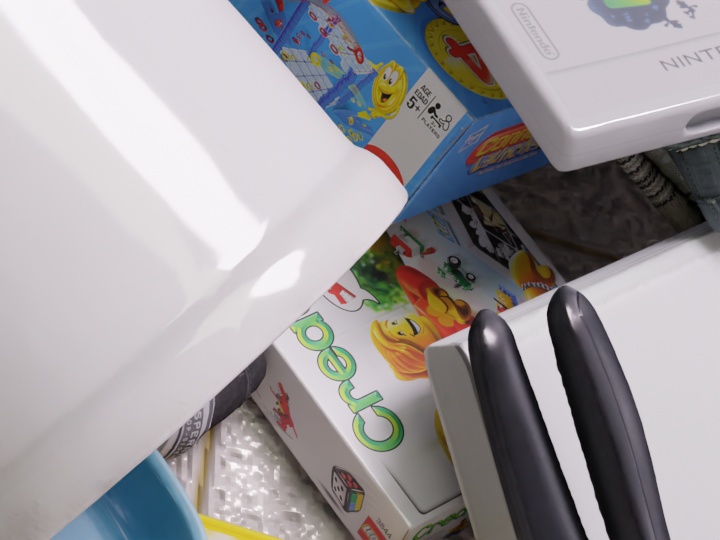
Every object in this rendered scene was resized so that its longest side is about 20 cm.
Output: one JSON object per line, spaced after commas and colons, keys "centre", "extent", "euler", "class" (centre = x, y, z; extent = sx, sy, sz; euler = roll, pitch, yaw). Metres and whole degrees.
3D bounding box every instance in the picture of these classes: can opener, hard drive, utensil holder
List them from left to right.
{"centre": [-0.114, -0.040, 0.634], "extent": [0.200, 0.170, 0.170], "euler": [49, 49, -6], "class": "utensil holder"}
{"centre": [0.081, 0.100, 0.762], "extent": [0.079, 0.063, 0.201], "euler": [-96, 160, -74], "class": "can opener"}
{"centre": [0.119, 0.056, 0.840], "extent": [0.199, 0.026, 0.133], "euler": [-22, 100, -36], "class": "hard drive"}

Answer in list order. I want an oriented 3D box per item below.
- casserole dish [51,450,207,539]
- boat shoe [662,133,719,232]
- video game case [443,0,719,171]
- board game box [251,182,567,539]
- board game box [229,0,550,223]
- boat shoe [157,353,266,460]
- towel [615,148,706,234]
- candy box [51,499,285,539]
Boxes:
{"centre": [-0.133, 0.059, 0.723], "extent": [0.121, 0.039, 0.200], "euler": [-25, 65, -38], "class": "casserole dish"}
{"centre": [0.179, -0.064, 0.882], "extent": [0.200, 0.073, 0.062], "euler": [-22, 96, -44], "class": "boat shoe"}
{"centre": [0.100, -0.130, 0.830], "extent": [0.181, 0.024, 0.200], "euler": [-15, 55, -23], "class": "video game case"}
{"centre": [0.000, 0.000, 0.862], "extent": [0.126, 0.035, 0.200], "euler": [-24, 67, -37], "class": "board game box"}
{"centre": [0.017, -0.127, 0.916], "extent": [0.196, 0.056, 0.200], "euler": [49, 35, 13], "class": "board game box"}
{"centre": [-0.103, -0.026, 0.816], "extent": [0.200, 0.070, 0.066], "euler": [49, 43, 14], "class": "boat shoe"}
{"centre": [0.140, -0.098, 0.919], "extent": [0.200, 0.034, 0.193], "euler": [46, 44, -30], "class": "towel"}
{"centre": [-0.057, 0.123, 0.750], "extent": [0.199, 0.026, 0.103], "euler": [18, 46, -12], "class": "candy box"}
